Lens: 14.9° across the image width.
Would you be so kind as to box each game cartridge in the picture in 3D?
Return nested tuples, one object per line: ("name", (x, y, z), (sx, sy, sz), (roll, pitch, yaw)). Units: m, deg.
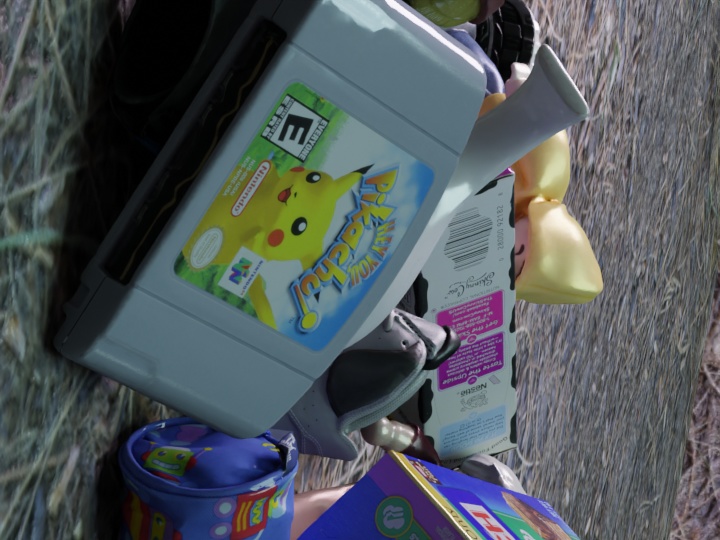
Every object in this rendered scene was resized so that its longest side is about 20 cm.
("game cartridge", (-0.031, -0.027, 1.167), (0.133, 0.040, 0.200), (29, 95, -50))

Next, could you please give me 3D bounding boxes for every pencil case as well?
("pencil case", (-0.069, 0.159, 1.268), (0.087, 0.078, 0.200), (-30, 131, -46))

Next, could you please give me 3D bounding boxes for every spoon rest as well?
("spoon rest", (0.015, -0.034, 1.303), (0.099, 0.200, 0.061), (59, 0, 8))

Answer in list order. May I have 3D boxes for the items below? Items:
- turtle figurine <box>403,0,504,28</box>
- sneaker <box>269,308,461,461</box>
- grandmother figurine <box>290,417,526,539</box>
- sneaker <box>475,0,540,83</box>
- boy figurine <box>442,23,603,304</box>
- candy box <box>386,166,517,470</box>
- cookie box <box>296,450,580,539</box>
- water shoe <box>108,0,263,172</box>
("turtle figurine", (-0.006, -0.154, 1.285), (0.194, 0.200, 0.144), (-50, -177, -23))
("sneaker", (0.000, 0.000, 1.351), (0.075, 0.115, 0.200), (54, 51, -81))
("grandmother figurine", (0.008, 0.131, 1.424), (0.200, 0.061, 0.122), (-7, 118, -40))
("sneaker", (0.058, -0.064, 1.629), (0.079, 0.074, 0.200), (44, 68, -77))
("boy figurine", (0.069, -0.050, 1.517), (0.124, 0.064, 0.200), (-55, -134, 35))
("candy box", (0.028, -0.006, 1.469), (0.136, 0.061, 0.200), (-125, -158, -44))
("cookie box", (0.081, 0.180, 1.318), (0.075, 0.171, 0.200), (-47, 154, 10))
("water shoe", (-0.078, -0.070, 1.176), (0.079, 0.071, 0.200), (-15, 121, -42))
